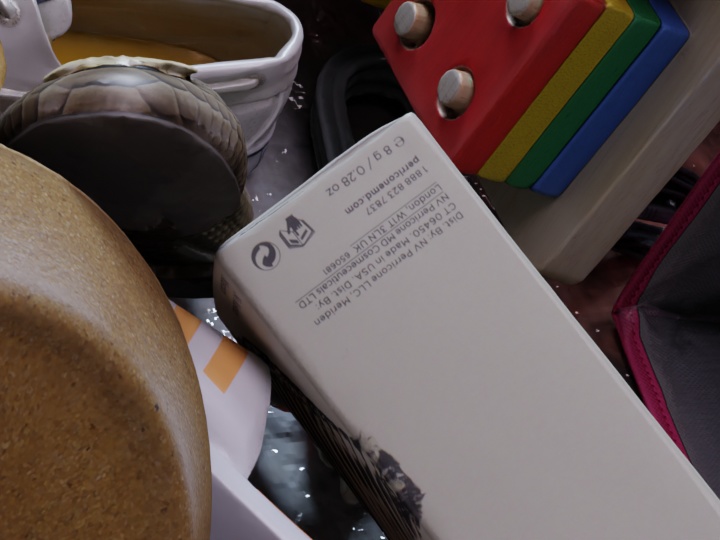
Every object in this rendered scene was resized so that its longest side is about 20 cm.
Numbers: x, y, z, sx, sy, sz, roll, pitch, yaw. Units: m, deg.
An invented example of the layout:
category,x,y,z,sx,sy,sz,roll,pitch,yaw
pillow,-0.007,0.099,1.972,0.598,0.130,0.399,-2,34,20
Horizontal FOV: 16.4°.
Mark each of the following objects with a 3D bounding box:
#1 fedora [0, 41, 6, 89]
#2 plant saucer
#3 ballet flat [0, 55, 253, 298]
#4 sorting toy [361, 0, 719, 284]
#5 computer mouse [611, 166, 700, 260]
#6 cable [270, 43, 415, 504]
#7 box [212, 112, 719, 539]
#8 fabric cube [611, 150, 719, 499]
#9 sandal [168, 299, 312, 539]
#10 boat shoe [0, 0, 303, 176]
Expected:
category,x,y,z,sx,sy,sz,roll,pitch,yaw
fedora,-0.171,0.000,0.613,0.200,0.082,0.201,-10,31,6
plant saucer,-0.104,0.069,0.535,0.200,0.201,0.035,-10,17,-37
ballet flat,-0.057,-0.030,0.665,0.067,0.200,0.046,4,80,4
sorting toy,0.064,-0.138,0.784,0.070,0.200,0.199,16,35,-37
computer mouse,0.157,-0.012,0.866,0.200,0.059,0.034,2,55,-28
cable,0.000,0.000,0.788,0.097,0.050,0.200,-2,37,-13
box,0.045,0.061,0.668,0.068,0.082,0.200,-36,80,-10
fabric cube,0.230,0.031,0.761,0.199,0.196,0.200,7,46,-28
sandal,-0.043,0.059,0.667,0.207,0.079,0.059,44,41,2
boat shoe,-0.110,-0.070,0.752,0.200,0.070,0.071,7,46,-25
